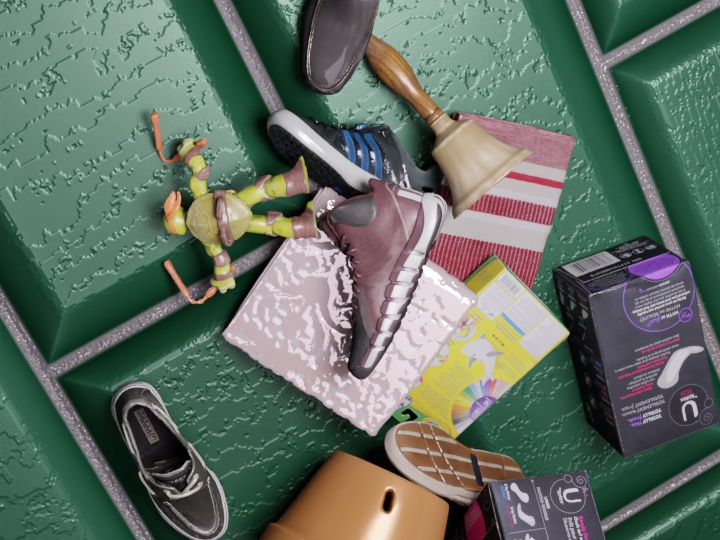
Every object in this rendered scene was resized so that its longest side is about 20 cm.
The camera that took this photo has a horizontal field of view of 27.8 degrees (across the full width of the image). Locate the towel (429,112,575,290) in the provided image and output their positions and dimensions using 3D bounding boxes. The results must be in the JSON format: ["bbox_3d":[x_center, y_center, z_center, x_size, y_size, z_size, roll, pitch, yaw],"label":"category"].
[{"bbox_3d":[0.140,-0.061,1.556,0.144,0.023,0.200,10,103,-21],"label":"towel"}]

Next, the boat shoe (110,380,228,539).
[{"bbox_3d":[-0.196,0.208,1.504,0.071,0.064,0.200,-32,111,-6],"label":"boat shoe"}]

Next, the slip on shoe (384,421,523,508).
[{"bbox_3d":[0.092,0.215,1.561,0.200,0.076,0.061,19,139,-41],"label":"slip on shoe"}]

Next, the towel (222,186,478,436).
[{"bbox_3d":[-0.011,0.045,1.504,0.200,0.032,0.191,35,98,-7],"label":"towel"}]

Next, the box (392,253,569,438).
[{"bbox_3d":[0.112,0.092,1.564,0.200,0.048,0.117,-43,114,6],"label":"box"}]

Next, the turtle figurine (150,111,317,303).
[{"bbox_3d":[-0.129,-0.066,1.432,0.161,0.064,0.200,-10,105,1],"label":"turtle figurine"}]

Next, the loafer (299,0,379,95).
[{"bbox_3d":[-0.013,-0.268,1.418,0.073,0.072,0.200,14,99,-6],"label":"loafer"}]

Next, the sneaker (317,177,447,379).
[{"bbox_3d":[0.000,0.000,1.451,0.115,0.076,0.200,24,97,5],"label":"sneaker"}]

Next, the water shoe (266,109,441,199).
[{"bbox_3d":[-0.007,-0.120,1.480,0.200,0.071,0.079,33,72,-26],"label":"water shoe"}]

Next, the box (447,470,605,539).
[{"bbox_3d":[0.179,0.313,1.558,0.114,0.200,0.132,-6,62,-15],"label":"box"}]

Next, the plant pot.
[{"bbox_3d":[0.005,0.281,1.528,0.200,0.200,0.140,31,79,-22],"label":"plant pot"}]

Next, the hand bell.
[{"bbox_3d":[0.070,-0.161,1.468,0.104,0.104,0.200,-40,88,-3],"label":"hand bell"}]

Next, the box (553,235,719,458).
[{"bbox_3d":[0.302,0.082,1.597,0.122,0.106,0.200,-18,110,-9],"label":"box"}]
